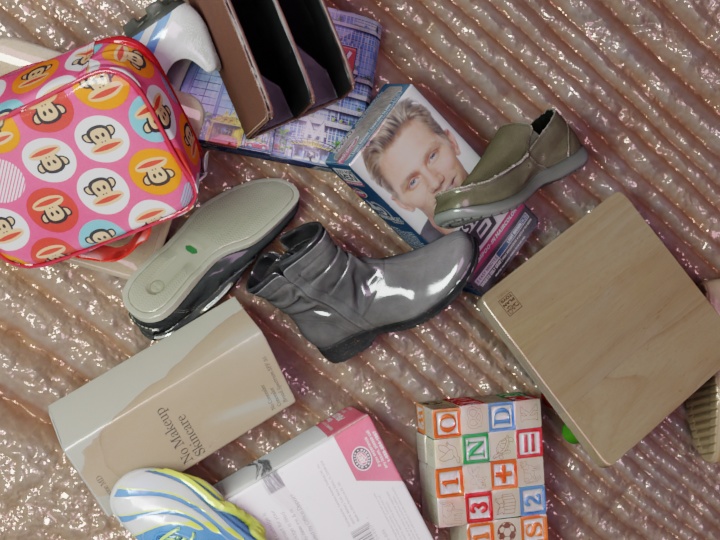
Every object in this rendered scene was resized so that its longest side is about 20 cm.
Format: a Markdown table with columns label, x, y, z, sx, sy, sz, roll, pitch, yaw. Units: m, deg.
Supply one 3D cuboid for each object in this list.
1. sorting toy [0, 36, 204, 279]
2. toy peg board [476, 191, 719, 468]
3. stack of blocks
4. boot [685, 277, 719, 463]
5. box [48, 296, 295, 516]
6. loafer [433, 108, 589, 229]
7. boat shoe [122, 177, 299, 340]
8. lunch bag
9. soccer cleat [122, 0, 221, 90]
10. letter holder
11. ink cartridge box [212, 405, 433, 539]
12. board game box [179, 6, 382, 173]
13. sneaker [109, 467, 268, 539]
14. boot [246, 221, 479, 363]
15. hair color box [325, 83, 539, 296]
| label | x | y | z | sx | sy | sz | roll | pitch | yaw |
| --- | --- | --- | --- | --- | --- | --- | --- | --- | --- |
| sorting toy | -0.249 | -0.095 | 0.955 | 0.183 | 0.037 | 0.201 | 16 | 125 | -13 |
| toy peg board | 0.238 | 0.065 | 1.089 | 0.199 | 0.098 | 0.200 | -35 | 83 | -20 |
| stack of blocks | 0.122 | 0.230 | 1.076 | 0.114 | 0.059 | 0.203 | -4 | 91 | -13 |
| boot | 0.437 | 0.105 | 1.144 | 0.164 | 0.072 | 0.203 | 4 | 86 | -12 |
| box | -0.171 | 0.122 | 0.980 | 0.199 | 0.078 | 0.096 | -32 | 124 | -11 |
| loafer | 0.132 | -0.097 | 0.996 | 0.199 | 0.075 | 0.070 | -30 | 99 | -40 |
| boat shoe | -0.136 | -0.014 | 1.017 | 0.072 | 0.068 | 0.200 | 37 | 69 | 28 |
| lunch bag | -0.232 | -0.083 | 0.889 | 0.198 | 0.082 | 0.177 | -17 | 126 | 11 |
| soccer cleat | -0.211 | -0.156 | 0.953 | 0.199 | 0.070 | 0.087 | -32 | 100 | 22 |
| letter holder | -0.084 | -0.232 | 0.918 | 0.100 | 0.142 | 0.202 | -24 | 95 | -12 |
| ink cartridge box | -0.054 | 0.243 | 1.020 | 0.199 | 0.085 | 0.147 | -29 | 97 | -13 |
| board game box | -0.077 | -0.207 | 1.025 | 0.197 | 0.062 | 0.203 | 9 | 89 | -13 |
| sneaker | -0.120 | 0.235 | 0.909 | 0.199 | 0.105 | 0.076 | 31 | 84 | -11 |
| boot | 0.000 | 0.000 | 0.984 | 0.199 | 0.070 | 0.132 | -34 | 122 | 20 |
| hair color box | 0.072 | -0.076 | 1.039 | 0.200 | 0.060 | 0.100 | 42 | 80 | -24 |
